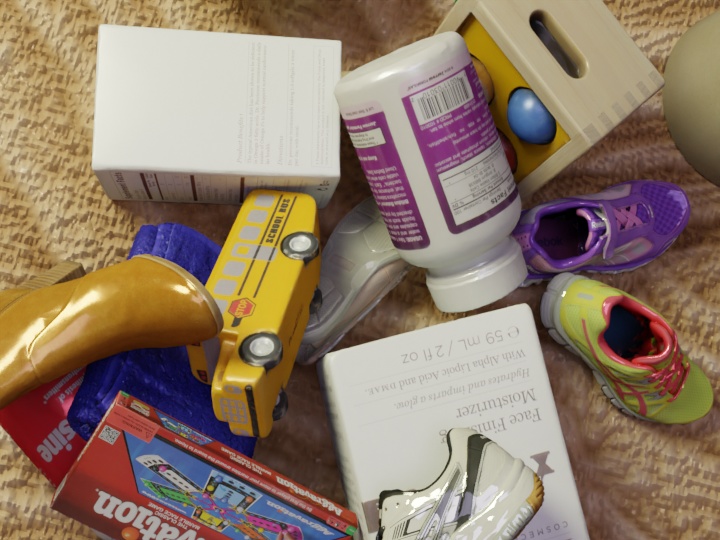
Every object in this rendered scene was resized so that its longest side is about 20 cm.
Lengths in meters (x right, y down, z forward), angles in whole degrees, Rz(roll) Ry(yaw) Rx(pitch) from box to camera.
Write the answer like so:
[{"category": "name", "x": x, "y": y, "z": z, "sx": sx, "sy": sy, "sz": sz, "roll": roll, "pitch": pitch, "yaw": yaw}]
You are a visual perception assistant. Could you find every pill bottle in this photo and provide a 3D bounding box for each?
[{"category": "pill bottle", "x": 0.063, "y": -0.075, "z": 0.750, "sx": 0.111, "sy": 0.112, "sz": 0.203, "roll": -25, "pitch": 106, "yaw": -11}, {"category": "pill bottle", "x": -0.196, "y": 0.136, "z": 0.746, "sx": 0.112, "sy": 0.112, "sz": 0.200, "roll": -42, "pitch": 89, "yaw": -12}]

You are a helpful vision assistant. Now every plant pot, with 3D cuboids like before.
[{"category": "plant pot", "x": 0.397, "y": -0.183, "z": 0.832, "sx": 0.183, "sy": 0.200, "sz": 0.192, "roll": 1, "pitch": 80, "yaw": -8}]

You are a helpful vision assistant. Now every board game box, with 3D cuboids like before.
[{"category": "board game box", "x": -0.110, "y": 0.173, "z": 0.676, "sx": 0.198, "sy": 0.020, "sz": 0.104, "roll": 31, "pitch": 111, "yaw": -17}]

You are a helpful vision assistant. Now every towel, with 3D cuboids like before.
[{"category": "towel", "x": -0.131, "y": 0.061, "z": 0.736, "sx": 0.146, "sy": 0.050, "sz": 0.202, "roll": 28, "pitch": 44, "yaw": -19}]

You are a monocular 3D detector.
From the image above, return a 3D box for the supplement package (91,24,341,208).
[{"category": "supplement package", "x": -0.118, "y": -0.124, "z": 0.793, "sx": 0.195, "sy": 0.117, "sz": 0.120, "roll": 2, "pitch": 82, "yaw": -8}]

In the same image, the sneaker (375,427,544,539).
[{"category": "sneaker", "x": 0.033, "y": 0.195, "z": 0.633, "sx": 0.087, "sy": 0.076, "sz": 0.200, "roll": 40, "pitch": 79, "yaw": 18}]

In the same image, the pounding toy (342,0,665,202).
[{"category": "pounding toy", "x": 0.110, "y": -0.164, "z": 0.812, "sx": 0.142, "sy": 0.184, "sz": 0.201, "roll": -38, "pitch": 88, "yaw": -23}]

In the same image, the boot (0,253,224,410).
[{"category": "boot", "x": -0.198, "y": 0.053, "z": 0.623, "sx": 0.144, "sy": 0.198, "sz": 0.072, "roll": -45, "pitch": 127, "yaw": -39}]

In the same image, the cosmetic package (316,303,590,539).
[{"category": "cosmetic package", "x": 0.065, "y": 0.150, "z": 0.753, "sx": 0.162, "sy": 0.165, "sz": 0.204, "roll": -14, "pitch": 84, "yaw": -8}]

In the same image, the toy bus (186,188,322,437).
[{"category": "toy bus", "x": -0.076, "y": 0.026, "z": 0.715, "sx": 0.077, "sy": 0.066, "sz": 0.202, "roll": 8, "pitch": 44, "yaw": 9}]

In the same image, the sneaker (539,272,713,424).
[{"category": "sneaker", "x": 0.246, "y": 0.077, "z": 0.814, "sx": 0.198, "sy": 0.090, "sz": 0.079, "roll": 34, "pitch": 78, "yaw": -21}]

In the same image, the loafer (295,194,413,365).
[{"category": "loafer", "x": 0.000, "y": 0.000, "z": 0.825, "sx": 0.071, "sy": 0.063, "sz": 0.200, "roll": 32, "pitch": 62, "yaw": 26}]

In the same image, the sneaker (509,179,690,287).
[{"category": "sneaker", "x": 0.213, "y": -0.037, "z": 0.841, "sx": 0.196, "sy": 0.088, "sz": 0.082, "roll": -14, "pitch": 82, "yaw": -11}]
